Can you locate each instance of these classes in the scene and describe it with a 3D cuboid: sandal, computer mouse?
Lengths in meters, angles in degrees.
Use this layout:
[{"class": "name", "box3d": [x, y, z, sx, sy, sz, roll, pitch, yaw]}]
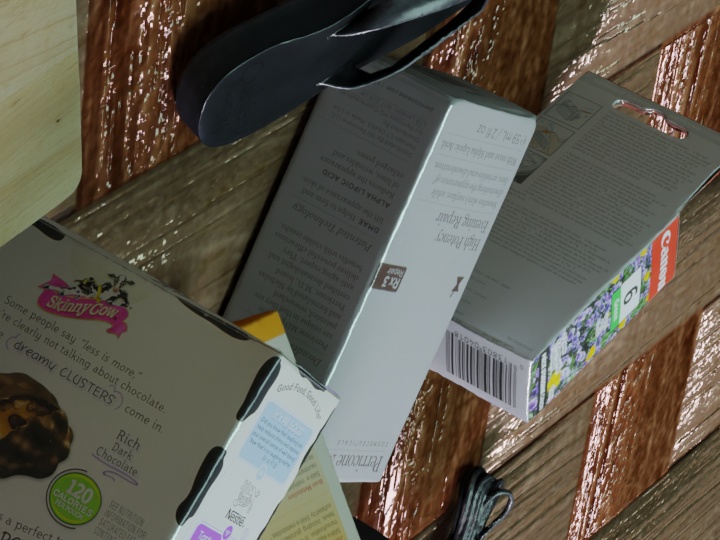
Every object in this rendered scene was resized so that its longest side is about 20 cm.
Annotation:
[{"class": "sandal", "box3d": [0.009, -0.108, 1.316, 0.200, 0.043, 0.076, -35, 154, -19]}, {"class": "computer mouse", "box3d": [0.051, 0.181, 1.633, 0.110, 0.044, 0.200, -61, -174, 9]}]

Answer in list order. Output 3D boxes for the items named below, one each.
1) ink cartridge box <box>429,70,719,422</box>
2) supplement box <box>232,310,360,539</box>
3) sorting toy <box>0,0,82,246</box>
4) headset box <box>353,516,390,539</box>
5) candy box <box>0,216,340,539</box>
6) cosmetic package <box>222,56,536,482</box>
[{"class": "ink cartridge box", "box3d": [0.103, -0.016, 1.541, 0.200, 0.109, 0.051, -42, 147, -34]}, {"class": "supplement box", "box3d": [-0.064, 0.134, 1.314, 0.126, 0.073, 0.201, -22, 93, -51]}, {"class": "sorting toy", "box3d": [-0.191, -0.071, 1.024, 0.200, 0.069, 0.200, -40, 146, -38]}, {"class": "headset box", "box3d": [-0.046, 0.227, 1.543, 0.149, 0.077, 0.201, -21, 134, -52]}, {"class": "candy box", "box3d": [-0.131, 0.090, 1.167, 0.201, 0.167, 0.072, -59, 153, -5]}, {"class": "cosmetic package", "box3d": [0.000, 0.000, 1.419, 0.102, 0.074, 0.201, 6, 108, -61]}]
